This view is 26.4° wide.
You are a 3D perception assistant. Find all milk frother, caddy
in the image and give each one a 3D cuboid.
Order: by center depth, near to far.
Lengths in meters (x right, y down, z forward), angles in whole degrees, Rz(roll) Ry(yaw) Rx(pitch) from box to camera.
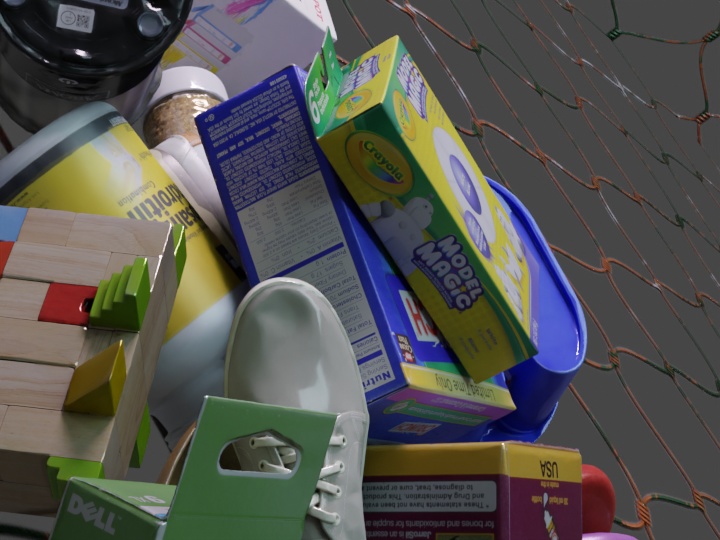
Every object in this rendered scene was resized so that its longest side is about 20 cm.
[{"bbox_3d":[-0.177,-0.202,0.926,0.180,0.201,0.188,28,-13,-9],"label":"milk frother"},{"bbox_3d":[0.064,0.033,1.057,0.141,0.105,0.201,-17,67,-23],"label":"caddy"}]

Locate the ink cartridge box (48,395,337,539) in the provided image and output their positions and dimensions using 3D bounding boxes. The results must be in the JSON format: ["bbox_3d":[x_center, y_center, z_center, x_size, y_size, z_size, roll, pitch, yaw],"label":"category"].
[{"bbox_3d":[-0.088,0.145,0.667,0.059,0.201,0.104,18,1,34],"label":"ink cartridge box"}]

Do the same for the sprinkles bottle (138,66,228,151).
[{"bbox_3d":[-0.108,-0.053,1.076,0.068,0.068,0.201,30,32,-44],"label":"sprinkles bottle"}]

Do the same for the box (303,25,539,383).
[{"bbox_3d":[0.037,-0.048,0.879,0.200,0.048,0.117,54,20,-19],"label":"box"}]

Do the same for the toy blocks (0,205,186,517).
[{"bbox_3d":[-0.172,0.039,0.749,0.100,0.136,0.201,92,6,-47],"label":"toy blocks"}]

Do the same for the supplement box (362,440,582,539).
[{"bbox_3d":[0.045,0.195,0.828,0.103,0.130,0.201,16,73,-57],"label":"supplement box"}]

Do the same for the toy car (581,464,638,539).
[{"bbox_3d":[0.123,0.207,1.040,0.175,0.150,0.201,30,31,-45],"label":"toy car"}]

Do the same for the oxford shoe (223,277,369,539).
[{"bbox_3d":[-0.029,0.103,0.771,0.058,0.075,0.201,169,-81,-82],"label":"oxford shoe"}]

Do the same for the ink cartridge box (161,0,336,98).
[{"bbox_3d":[-0.121,-0.221,1.225,0.200,0.125,0.129,33,29,-39],"label":"ink cartridge box"}]

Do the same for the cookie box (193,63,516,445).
[{"bbox_3d":[0.000,0.000,0.908,0.171,0.075,0.201,20,47,-64],"label":"cookie box"}]

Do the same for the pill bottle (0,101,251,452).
[{"bbox_3d":[-0.129,0.012,0.882,0.200,0.112,0.112,52,22,-3],"label":"pill bottle"}]

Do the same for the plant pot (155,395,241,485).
[{"bbox_3d":[-0.057,0.162,0.816,0.200,0.027,0.201,12,76,-56],"label":"plant pot"}]

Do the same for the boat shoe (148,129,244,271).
[{"bbox_3d":[-0.063,0.000,0.956,0.068,0.075,0.200,-36,96,-36],"label":"boat shoe"}]
